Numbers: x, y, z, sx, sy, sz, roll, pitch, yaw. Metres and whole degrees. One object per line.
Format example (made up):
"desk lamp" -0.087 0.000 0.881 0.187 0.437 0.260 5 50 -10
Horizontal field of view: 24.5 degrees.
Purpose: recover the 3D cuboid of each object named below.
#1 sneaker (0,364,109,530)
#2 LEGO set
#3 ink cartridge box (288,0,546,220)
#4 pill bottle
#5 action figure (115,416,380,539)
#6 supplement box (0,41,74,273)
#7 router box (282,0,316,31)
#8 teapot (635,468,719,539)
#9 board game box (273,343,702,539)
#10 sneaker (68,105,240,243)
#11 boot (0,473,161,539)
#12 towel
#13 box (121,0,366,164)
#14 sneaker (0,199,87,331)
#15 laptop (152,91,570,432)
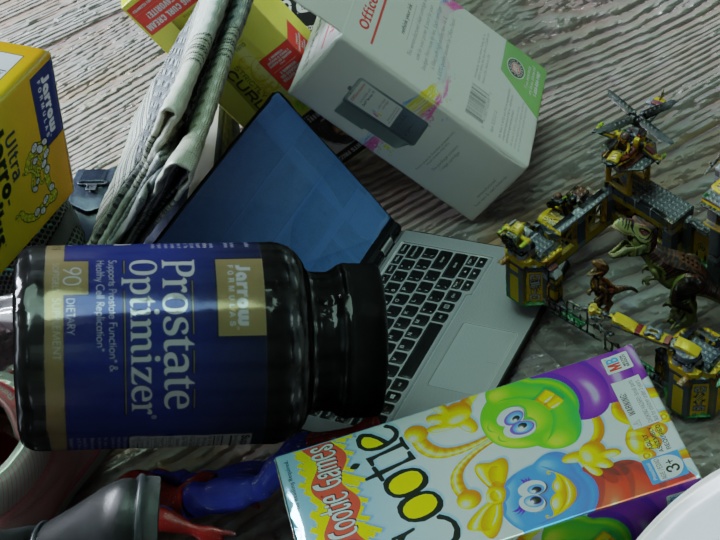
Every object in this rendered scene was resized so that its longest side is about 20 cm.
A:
"sneaker" -0.196 0.082 0.998 0.074 0.105 0.201 11 46 12
"LEGO set" 0.178 -0.023 0.984 0.153 0.117 0.200 -29 49 -21
"ink cartridge box" 0.026 -0.140 1.127 0.067 0.199 0.118 -42 21 39
"pill bottle" -0.088 0.040 0.912 0.197 0.113 0.112 -2 39 -8
"action figure" -0.082 0.129 0.950 0.198 0.052 0.065 -12 14 19
"supplement box" -0.271 -0.045 0.984 0.108 0.110 0.201 14 43 19
"router box" -0.064 -0.217 1.295 0.148 0.063 0.200 -6 22 9
"teapot" 0.204 0.190 0.735 0.201 0.146 0.197 -53 21 -16
"board game box" 0.069 0.136 0.861 0.198 0.106 0.103 -17 40 -2
"sneaker" -0.162 -0.068 1.188 0.144 0.077 0.204 -4 42 9
"boot" -0.209 0.145 0.848 0.198 0.165 0.066 8 59 -14
"towel" -0.128 -0.085 1.028 0.034 0.193 0.201 26 49 -16
"box" -0.073 -0.148 1.150 0.075 0.200 0.050 -32 35 19
"sneaker" -0.264 -0.002 1.112 0.198 0.092 0.078 -11 5 14
"laptop" 0.000 0.000 1.030 0.198 0.117 0.188 11 47 27
